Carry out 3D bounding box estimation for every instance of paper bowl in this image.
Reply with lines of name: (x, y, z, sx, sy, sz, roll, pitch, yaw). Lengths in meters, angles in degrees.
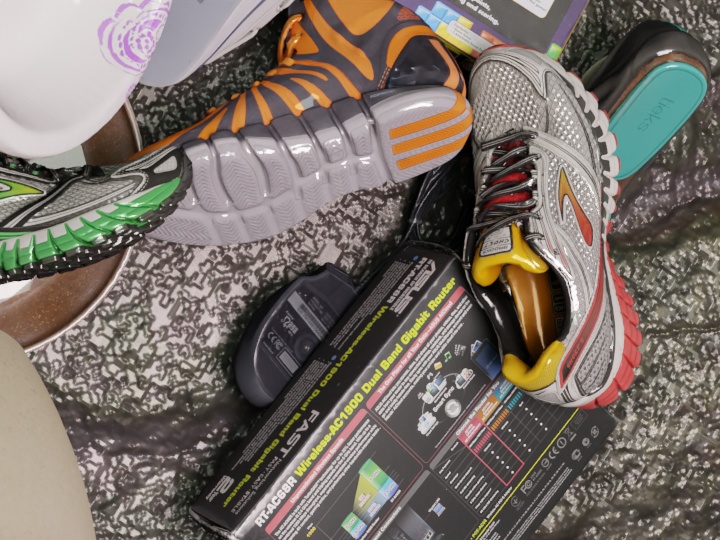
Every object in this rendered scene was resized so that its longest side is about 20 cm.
paper bowl: (-0.179, -0.163, 1.320, 0.104, 0.201, 0.201, 16, 83, 26)

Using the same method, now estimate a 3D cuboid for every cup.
cup: (-0.225, 0.105, 1.355, 0.200, 0.200, 0.144, 11, 60, -16)

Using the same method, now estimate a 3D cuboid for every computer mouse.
computer mouse: (0.000, 0.000, 1.492, 0.200, 0.034, 0.059, -44, 115, -19)

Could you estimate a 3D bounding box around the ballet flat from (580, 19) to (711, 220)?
ballet flat: (0.123, -0.061, 1.498, 0.068, 0.068, 0.200, 29, 115, -31)

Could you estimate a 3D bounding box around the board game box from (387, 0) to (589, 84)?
board game box: (0.047, -0.213, 1.496, 0.200, 0.057, 0.166, 32, 78, -13)

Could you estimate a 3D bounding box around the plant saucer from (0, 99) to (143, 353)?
plant saucer: (-0.216, -0.049, 1.426, 0.200, 0.037, 0.201, 0, 89, -15)

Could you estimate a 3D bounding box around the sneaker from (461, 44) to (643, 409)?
sneaker: (0.095, -0.026, 1.417, 0.082, 0.078, 0.201, 3, 70, -52)

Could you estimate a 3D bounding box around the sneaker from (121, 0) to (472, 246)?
sneaker: (-0.046, -0.087, 1.444, 0.199, 0.078, 0.112, -15, 52, -6)

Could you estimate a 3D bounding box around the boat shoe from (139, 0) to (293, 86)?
boat shoe: (-0.052, -0.177, 1.408, 0.200, 0.065, 0.074, -38, 87, 22)

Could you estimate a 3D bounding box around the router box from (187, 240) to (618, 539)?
router box: (0.025, 0.107, 1.462, 0.150, 0.062, 0.200, 45, 76, -26)

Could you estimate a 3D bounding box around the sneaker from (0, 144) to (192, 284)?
sneaker: (-0.184, -0.036, 1.360, 0.199, 0.078, 0.085, -12, 87, 1)
